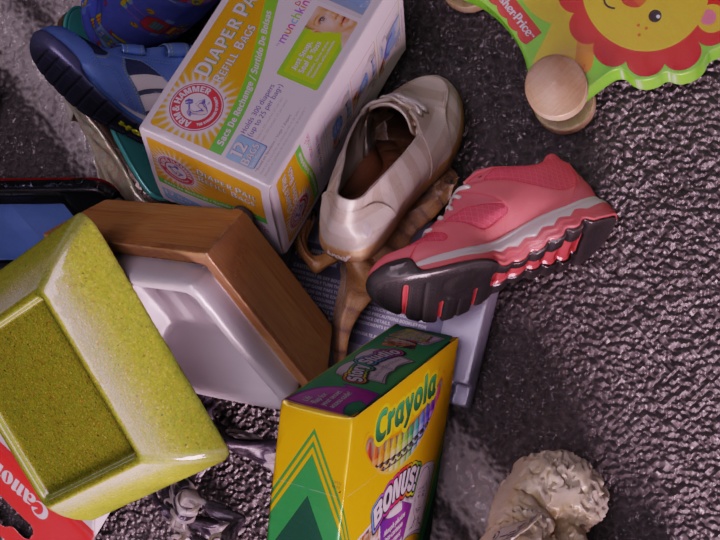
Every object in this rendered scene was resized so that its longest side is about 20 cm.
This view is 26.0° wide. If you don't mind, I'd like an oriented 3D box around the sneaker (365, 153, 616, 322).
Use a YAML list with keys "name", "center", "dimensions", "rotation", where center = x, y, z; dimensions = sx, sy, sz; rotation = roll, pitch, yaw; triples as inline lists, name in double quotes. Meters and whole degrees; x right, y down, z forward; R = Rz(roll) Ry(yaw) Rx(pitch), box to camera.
- name: "sneaker"
  center: [0.084, -0.028, 1.134]
  dimensions: [0.198, 0.074, 0.087]
  rotation: [-18, 61, -21]

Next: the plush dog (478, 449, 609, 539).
- name: "plush dog"
  center: [0.140, 0.255, 1.094]
  dimensions: [0.171, 0.161, 0.201]
  rotation: [37, 101, -8]

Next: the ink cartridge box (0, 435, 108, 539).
- name: "ink cartridge box"
  center: [-0.265, 0.145, 1.253]
  dimensions: [0.161, 0.050, 0.201]
  rotation: [40, 112, 13]

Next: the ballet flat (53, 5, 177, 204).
- name: "ballet flat"
  center: [-0.212, -0.121, 1.280]
  dimensions: [0.062, 0.067, 0.202]
  rotation: [-39, 70, 42]

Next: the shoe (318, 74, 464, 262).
- name: "shoe"
  center: [0.026, -0.088, 1.136]
  dimensions: [0.069, 0.054, 0.201]
  rotation: [10, 45, 21]

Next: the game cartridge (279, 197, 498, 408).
- name: "game cartridge"
  center: [0.008, 0.016, 1.203]
  dimensions: [0.198, 0.041, 0.135]
  rotation: [15, 94, 20]

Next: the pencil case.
- name: "pencil case"
  center: [-0.152, -0.227, 1.203]
  dimensions: [0.200, 0.077, 0.088]
  rotation: [-22, 63, 60]

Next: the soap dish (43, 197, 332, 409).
- name: "soap dish"
  center: [-0.125, 0.020, 1.151]
  dimensions: [0.199, 0.158, 0.082]
  rotation: [7, 53, 45]

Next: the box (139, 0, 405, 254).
- name: "box"
  center: [-0.060, -0.133, 1.134]
  dimensions: [0.112, 0.102, 0.201]
  rotation: [23, 68, 14]

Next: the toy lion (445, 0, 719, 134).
- name: "toy lion"
  center: [0.176, -0.212, 1.151]
  dimensions: [0.191, 0.069, 0.201]
  rotation: [-38, 74, 6]

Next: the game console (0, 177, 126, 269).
- name: "game console"
  center: [-0.269, 0.018, 1.263]
  dimensions: [0.198, 0.173, 0.120]
  rotation: [0, 59, 19]

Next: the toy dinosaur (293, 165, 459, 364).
- name: "toy dinosaur"
  center: [0.000, 0.000, 1.158]
  dimensions: [0.106, 0.060, 0.201]
  rotation: [32, 97, 17]

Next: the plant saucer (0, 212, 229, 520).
- name: "plant saucer"
  center: [-0.214, 0.086, 1.132]
  dimensions: [0.199, 0.048, 0.201]
  rotation: [-28, 93, 44]

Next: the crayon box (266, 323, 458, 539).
- name: "crayon box"
  center: [0.002, 0.147, 1.087]
  dimensions: [0.058, 0.200, 0.175]
  rotation: [14, 108, 19]

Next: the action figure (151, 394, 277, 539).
- name: "action figure"
  center: [-0.109, 0.176, 1.199]
  dimensions: [0.119, 0.101, 0.201]
  rotation: [-54, 28, 36]

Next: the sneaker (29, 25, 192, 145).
- name: "sneaker"
  center: [-0.164, -0.146, 1.223]
  dimensions: [0.199, 0.074, 0.083]
  rotation: [28, 77, -22]
